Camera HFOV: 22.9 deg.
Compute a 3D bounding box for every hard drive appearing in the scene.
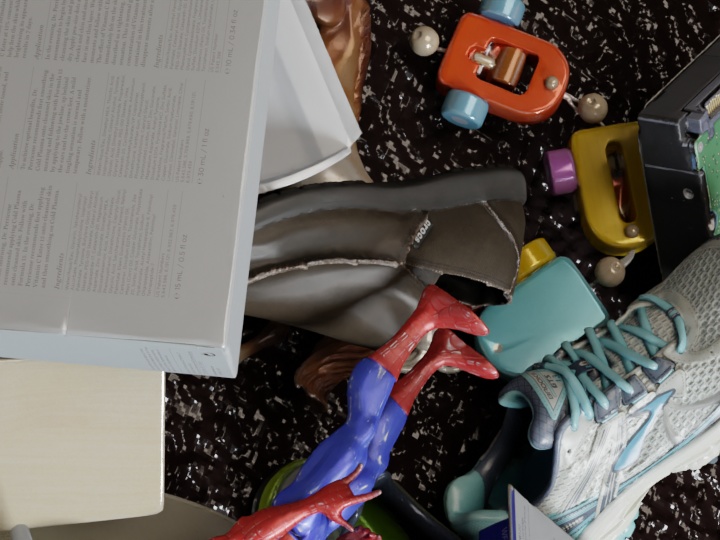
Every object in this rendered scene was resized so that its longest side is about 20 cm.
[{"bbox_3d":[0.201,-0.024,0.903,0.140,0.038,0.201,-42,131,-36],"label":"hard drive"}]

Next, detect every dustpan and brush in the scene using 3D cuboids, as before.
[{"bbox_3d":[-0.116,-0.072,0.717,0.199,0.057,0.140,-23,92,5],"label":"dustpan and brush"}]

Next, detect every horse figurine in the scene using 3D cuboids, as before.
[{"bbox_3d":[-0.032,-0.034,0.835,0.132,0.050,0.201,-18,84,-24],"label":"horse figurine"}]

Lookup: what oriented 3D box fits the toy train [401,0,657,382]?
[{"bbox_3d":[0.078,-0.031,0.894,0.150,0.056,0.201,17,79,4],"label":"toy train"}]

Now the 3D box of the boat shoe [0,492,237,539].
[{"bbox_3d":[-0.137,0.130,0.742,0.199,0.057,0.067,5,35,-30],"label":"boat shoe"}]

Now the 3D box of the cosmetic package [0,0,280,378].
[{"bbox_3d":[-0.110,-0.067,0.661,0.150,0.052,0.201,6,74,2],"label":"cosmetic package"}]

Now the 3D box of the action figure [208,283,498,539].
[{"bbox_3d":[-0.018,0.097,0.725,0.052,0.065,0.200,38,73,22],"label":"action figure"}]

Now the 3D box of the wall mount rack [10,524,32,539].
[{"bbox_3d":[-0.165,0.189,0.679,0.199,0.075,0.174,-16,126,-12],"label":"wall mount rack"}]

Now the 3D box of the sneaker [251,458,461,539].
[{"bbox_3d":[0.033,0.166,0.800,0.200,0.081,0.074,49,61,-9],"label":"sneaker"}]

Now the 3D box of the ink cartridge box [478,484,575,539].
[{"bbox_3d":[0.094,0.177,0.789,0.200,0.039,0.100,45,39,-48],"label":"ink cartridge box"}]

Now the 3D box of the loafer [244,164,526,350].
[{"bbox_3d":[0.000,0.000,0.769,0.199,0.073,0.072,-11,84,-33],"label":"loafer"}]

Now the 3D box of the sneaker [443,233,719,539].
[{"bbox_3d":[0.115,0.063,0.813,0.086,0.078,0.200,25,108,-35],"label":"sneaker"}]

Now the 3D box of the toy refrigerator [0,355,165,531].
[{"bbox_3d":[-0.180,0.056,0.689,0.199,0.070,0.076,-5,114,-16],"label":"toy refrigerator"}]
